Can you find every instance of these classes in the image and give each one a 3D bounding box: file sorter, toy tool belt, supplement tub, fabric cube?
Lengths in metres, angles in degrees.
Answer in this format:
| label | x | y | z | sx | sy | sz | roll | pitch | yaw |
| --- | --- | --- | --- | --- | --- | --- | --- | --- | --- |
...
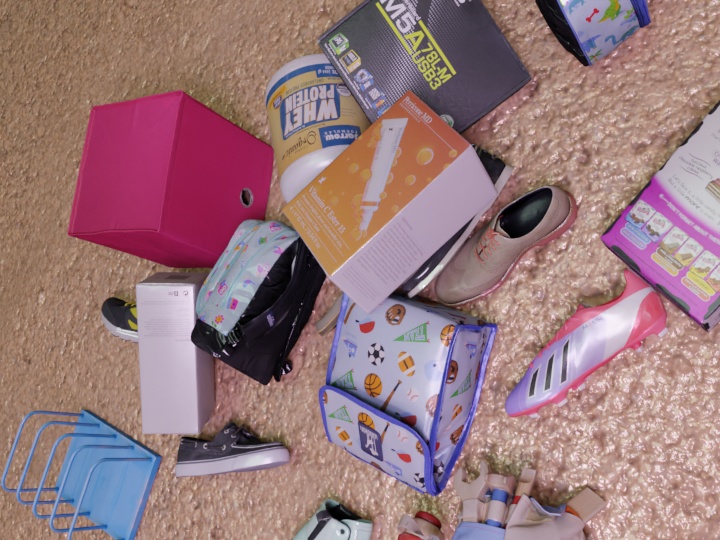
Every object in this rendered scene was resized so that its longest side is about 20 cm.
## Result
| label | x | y | z | sx | sy | sz | roll | pitch | yaw |
| --- | --- | --- | --- | --- | --- | --- | --- | --- | --- |
| file sorter | -0.428 | 0.310 | 1.096 | 0.197 | 0.122 | 0.142 | 17 | 87 | 34 |
| toy tool belt | 0.147 | 0.265 | 0.761 | 0.196 | 0.126 | 0.124 | 8 | 51 | 30 |
| supplement tub | -0.044 | -0.163 | 0.957 | 0.143 | 0.144 | 0.204 | -23 | 66 | 25 |
| fabric cube | -0.271 | -0.121 | 1.059 | 0.196 | 0.198 | 0.201 | 1 | 77 | 32 |

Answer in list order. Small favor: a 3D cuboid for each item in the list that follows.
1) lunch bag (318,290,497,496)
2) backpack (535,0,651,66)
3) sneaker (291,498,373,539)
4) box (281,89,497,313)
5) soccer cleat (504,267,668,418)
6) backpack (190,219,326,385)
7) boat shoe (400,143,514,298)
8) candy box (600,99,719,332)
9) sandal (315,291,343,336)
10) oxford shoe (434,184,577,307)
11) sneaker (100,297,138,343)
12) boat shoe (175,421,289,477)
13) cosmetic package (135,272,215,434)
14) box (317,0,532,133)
| label | x | y | z | sx | sy | sz | roll | pitch | yaw |
| --- | --- | --- | --- | --- | --- | --- | --- | --- | --- |
| lunch bag | 0.046 | 0.136 | 0.842 | 0.168 | 0.123 | 0.205 | 19 | 98 | 36 |
| backpack | 0.250 | -0.349 | 0.796 | 0.145 | 0.182 | 0.204 | -28 | 70 | 24 |
| sneaker | -0.009 | 0.363 | 0.841 | 0.200 | 0.073 | 0.120 | 42 | 107 | 35 |
| box | 0.032 | -0.076 | 0.805 | 0.200 | 0.097 | 0.125 | -42 | 52 | 3 |
| soccer cleat | 0.228 | 0.081 | 0.765 | 0.199 | 0.067 | 0.077 | -37 | 80 | 14 |
| backpack | -0.132 | 0.032 | 0.959 | 0.125 | 0.167 | 0.203 | 23 | 78 | 23 |
| boat shoe | 0.102 | -0.058 | 0.860 | 0.067 | 0.072 | 0.202 | 35 | 82 | 1 |
| candy box | 0.361 | -0.061 | 0.725 | 0.201 | 0.061 | 0.137 | -50 | 57 | 12 |
| sandal | 0.000 | 0.000 | 0.924 | 0.054 | 0.080 | 0.200 | 45 | 108 | 8 |
| oxford shoe | 0.154 | -0.033 | 0.839 | 0.200 | 0.074 | 0.071 | -43 | 60 | 18 |
| sneaker | -0.316 | 0.070 | 1.109 | 0.197 | 0.074 | 0.086 | 20 | 105 | 25 |
| boat shoe | -0.179 | 0.243 | 0.992 | 0.197 | 0.069 | 0.068 | -17 | 70 | 36 |
| cosmetic package | -0.251 | 0.110 | 0.996 | 0.083 | 0.108 | 0.205 | 1 | 97 | 0 |
| box | 0.077 | -0.257 | 0.889 | 0.191 | 0.048 | 0.202 | -35 | 91 | 7 |
